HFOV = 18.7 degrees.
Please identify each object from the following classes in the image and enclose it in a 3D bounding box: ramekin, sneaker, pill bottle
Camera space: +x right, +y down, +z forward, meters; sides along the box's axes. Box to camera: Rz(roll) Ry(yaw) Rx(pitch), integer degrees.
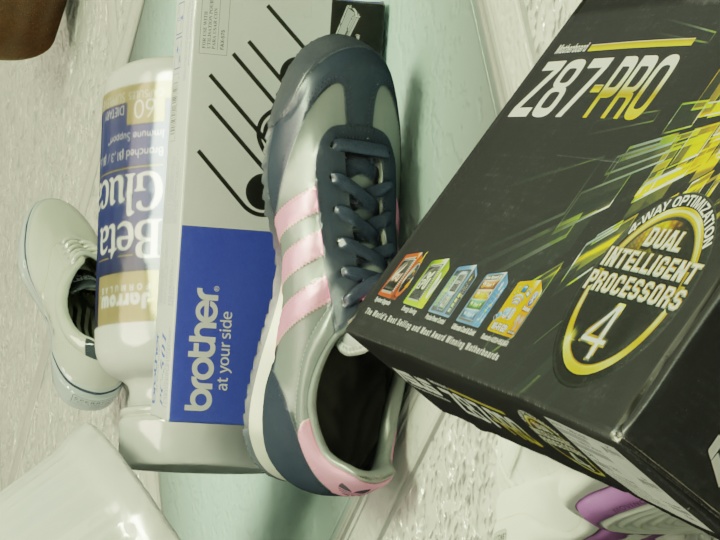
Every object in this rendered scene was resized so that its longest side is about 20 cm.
[{"bbox_3d":[-0.125,0.186,1.082,0.201,0.097,0.201,53,165,21],"label":"ramekin"},{"bbox_3d":[0.000,0.000,0.945,0.082,0.070,0.202,15,104,56],"label":"sneaker"},{"bbox_3d":[-0.205,0.010,1.621,0.071,0.073,0.201,-61,38,37],"label":"sneaker"},{"bbox_3d":[0.080,0.030,0.624,0.200,0.074,0.100,137,133,-67],"label":"sneaker"},{"bbox_3d":[-0.079,0.000,1.104,0.111,0.110,0.202,154,118,-71],"label":"pill bottle"}]

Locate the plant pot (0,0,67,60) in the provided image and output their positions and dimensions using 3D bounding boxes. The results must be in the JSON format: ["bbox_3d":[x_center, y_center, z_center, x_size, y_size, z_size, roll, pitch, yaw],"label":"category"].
[{"bbox_3d":[-0.311,-0.319,1.890,0.201,0.186,0.187,-58,29,29],"label":"plant pot"}]

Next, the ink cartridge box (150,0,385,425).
[{"bbox_3d":[-0.043,-0.028,1.020,0.044,0.093,0.202,-176,91,-73],"label":"ink cartridge box"}]

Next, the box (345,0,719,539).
[{"bbox_3d":[0.084,-0.025,0.545,0.162,0.049,0.200,-52,16,-6],"label":"box"}]
